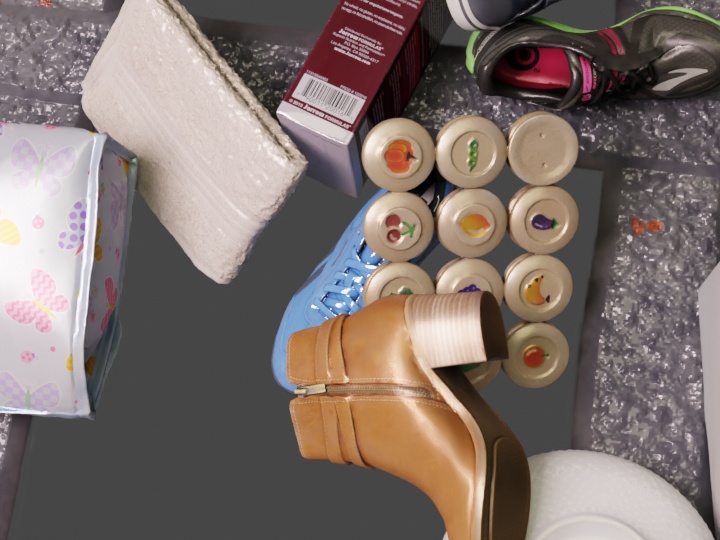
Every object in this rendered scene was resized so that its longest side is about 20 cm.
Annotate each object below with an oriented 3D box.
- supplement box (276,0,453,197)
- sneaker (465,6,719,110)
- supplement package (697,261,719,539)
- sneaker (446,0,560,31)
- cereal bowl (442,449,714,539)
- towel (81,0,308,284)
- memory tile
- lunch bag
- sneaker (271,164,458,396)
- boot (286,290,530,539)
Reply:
[{"bbox_3d":[0.014,-0.167,0.955,0.061,0.109,0.200,26,76,11],"label":"supplement box"},{"bbox_3d":[0.177,-0.146,0.946,0.200,0.077,0.084,-1,37,12],"label":"sneaker"},{"bbox_3d":[0.313,0.074,0.818,0.147,0.200,0.192,-1,74,3],"label":"supplement package"},{"bbox_3d":[0.143,-0.237,0.940,0.079,0.079,0.200,2,32,44],"label":"sneaker"},{"bbox_3d":[0.147,0.214,0.847,0.200,0.083,0.200,-1,74,4],"label":"cereal bowl"},{"bbox_3d":[-0.129,-0.103,0.941,0.034,0.133,0.200,-22,66,-47],"label":"towel"},{"bbox_3d":[0.076,-0.009,0.891,0.153,0.017,0.200,-2,105,-8],"label":"memory tile"},{"bbox_3d":[-0.257,0.000,0.910,0.169,0.127,0.200,4,83,3],"label":"lunch bag"},{"bbox_3d":[0.000,0.000,0.923,0.066,0.078,0.200,36,80,11],"label":"sneaker"},{"bbox_3d":[0.026,0.117,0.846,0.155,0.074,0.200,-12,72,28],"label":"boot"}]
